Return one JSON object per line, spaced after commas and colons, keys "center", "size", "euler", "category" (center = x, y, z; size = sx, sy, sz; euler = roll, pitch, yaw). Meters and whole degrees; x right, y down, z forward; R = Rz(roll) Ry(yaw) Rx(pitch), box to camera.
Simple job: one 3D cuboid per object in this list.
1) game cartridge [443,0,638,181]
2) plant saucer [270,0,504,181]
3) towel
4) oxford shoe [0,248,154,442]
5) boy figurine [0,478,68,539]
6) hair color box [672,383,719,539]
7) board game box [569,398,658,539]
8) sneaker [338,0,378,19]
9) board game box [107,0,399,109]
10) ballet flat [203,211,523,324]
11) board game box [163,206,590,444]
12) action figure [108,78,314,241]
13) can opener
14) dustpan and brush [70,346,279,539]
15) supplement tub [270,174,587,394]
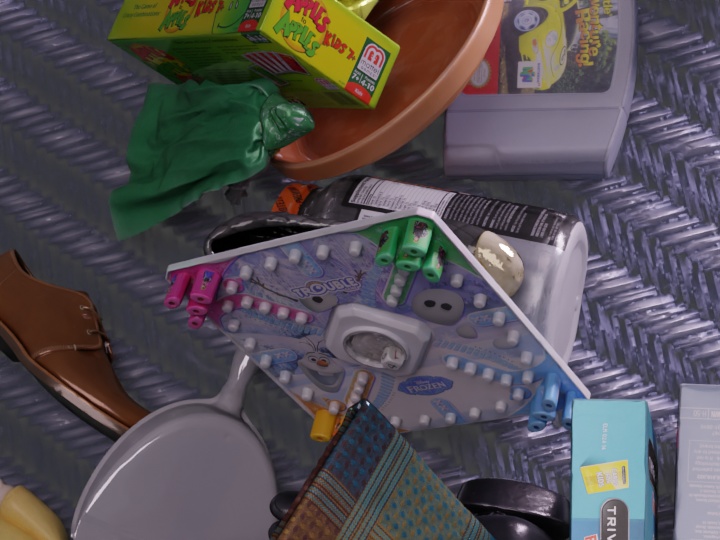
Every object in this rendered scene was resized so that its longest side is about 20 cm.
{"center": [0.127, -0.162, 1.203], "size": [0.132, 0.041, 0.202], "euler": [0, 75, 9], "category": "game cartridge"}
{"center": [0.015, -0.137, 1.171], "size": [0.199, 0.032, 0.201], "euler": [-32, 32, 22], "category": "plant saucer"}
{"center": [0.024, 0.193, 1.004], "size": [0.022, 0.200, 0.147], "euler": [-6, 43, 49], "category": "towel"}
{"center": [-0.199, 0.055, 1.202], "size": [0.200, 0.071, 0.071], "euler": [40, 78, 19], "category": "oxford shoe"}
{"center": [-0.247, 0.207, 1.172], "size": [0.198, 0.064, 0.125], "euler": [17, 77, 20], "category": "boy figurine"}
{"center": [0.219, 0.178, 1.051], "size": [0.060, 0.099, 0.202], "euler": [1, 75, 13], "category": "hair color box"}
{"center": [0.154, 0.191, 1.035], "size": [0.046, 0.151, 0.202], "euler": [0, 75, 12], "category": "board game box"}
{"center": [-0.059, -0.209, 1.238], "size": [0.199, 0.075, 0.083], "euler": [21, 41, 36], "category": "sneaker"}
{"center": [-0.075, -0.152, 1.159], "size": [0.199, 0.101, 0.048], "euler": [7, 70, 54], "category": "board game box"}
{"center": [0.000, 0.000, 1.047], "size": [0.198, 0.057, 0.067], "euler": [3, 94, 16], "category": "ballet flat"}
{"center": [0.009, 0.048, 1.056], "size": [0.199, 0.200, 0.026], "euler": [-11, 48, 35], "category": "board game box"}
{"center": [-0.096, -0.085, 1.167], "size": [0.199, 0.054, 0.119], "euler": [-10, 71, 54], "category": "action figure"}
{"center": [0.038, 0.176, 1.115], "size": [0.198, 0.064, 0.079], "euler": [2, 31, 6], "category": "can opener"}
{"center": [-0.096, 0.116, 1.158], "size": [0.139, 0.057, 0.201], "euler": [26, 80, -13], "category": "dustpan and brush"}
{"center": [0.041, 0.007, 1.129], "size": [0.198, 0.123, 0.124], "euler": [11, 77, 16], "category": "supplement tub"}
